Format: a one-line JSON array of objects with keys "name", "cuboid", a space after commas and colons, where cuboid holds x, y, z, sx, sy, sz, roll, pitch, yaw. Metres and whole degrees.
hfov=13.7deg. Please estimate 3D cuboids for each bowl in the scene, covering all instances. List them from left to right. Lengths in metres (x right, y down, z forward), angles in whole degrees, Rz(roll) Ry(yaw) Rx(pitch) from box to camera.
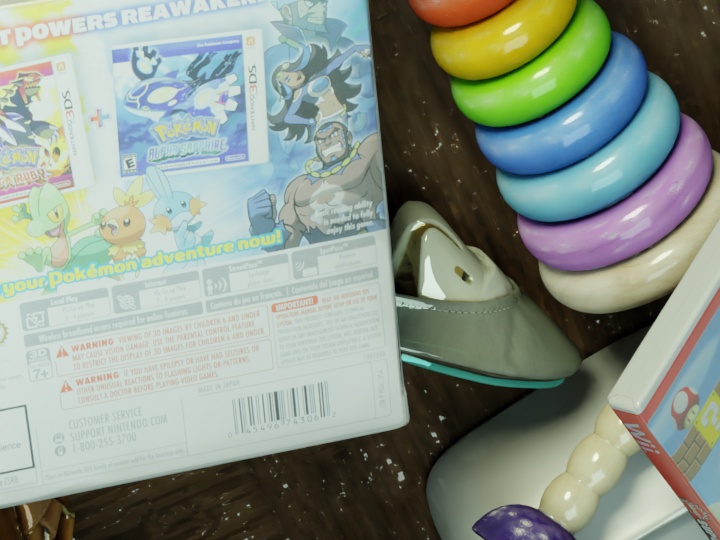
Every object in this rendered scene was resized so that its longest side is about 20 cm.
[{"name": "bowl", "cuboid": [0.150, 0.121, 1.241, 0.199, 0.075, 0.200, -30, 124, 5]}]

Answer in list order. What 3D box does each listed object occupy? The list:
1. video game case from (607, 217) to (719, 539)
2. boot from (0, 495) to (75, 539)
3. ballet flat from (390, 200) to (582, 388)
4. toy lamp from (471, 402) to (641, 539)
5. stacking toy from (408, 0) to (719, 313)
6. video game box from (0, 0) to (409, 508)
[{"name": "video game case", "cuboid": [0.179, 0.055, 1.150, 0.143, 0.017, 0.200, -55, 130, -21]}, {"name": "boot", "cuboid": [-0.133, 0.121, 1.156, 0.073, 0.155, 0.200, 7, 155, 18]}, {"name": "ballet flat", "cuboid": [0.000, 0.000, 1.139, 0.199, 0.067, 0.064, 10, 109, -18]}, {"name": "toy lamp", "cuboid": [0.120, 0.033, 1.160, 0.058, 0.058, 0.200, 40, 85, -29]}, {"name": "stacking toy", "cuboid": [0.062, -0.082, 1.095, 0.085, 0.085, 0.200, -30, 118, 7]}, {"name": "video game box", "cuboid": [-0.089, -0.016, 1.040, 0.199, 0.047, 0.183, -10, 115, -13]}]
